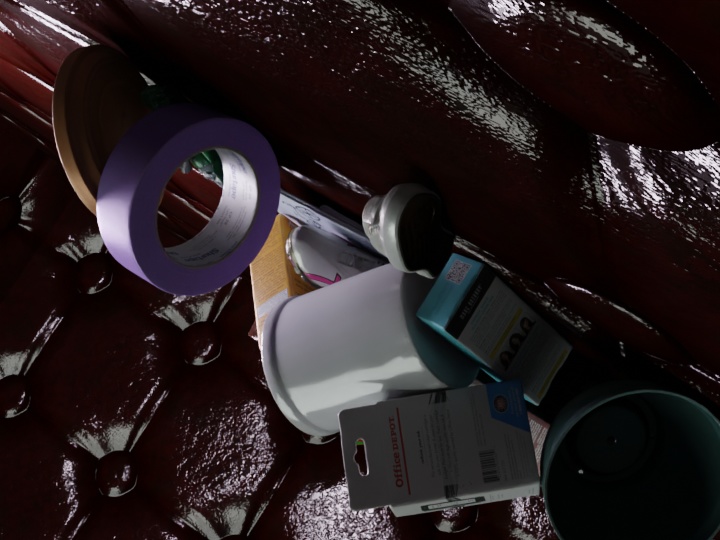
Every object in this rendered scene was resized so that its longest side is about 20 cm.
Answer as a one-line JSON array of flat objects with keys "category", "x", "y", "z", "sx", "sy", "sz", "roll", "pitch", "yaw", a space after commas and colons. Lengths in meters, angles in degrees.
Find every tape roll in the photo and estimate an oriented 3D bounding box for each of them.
[{"category": "tape roll", "x": -0.182, "y": -0.077, "z": 1.180, "sx": 0.066, "sy": 0.200, "sz": 0.200, "roll": 27, "pitch": 171, "yaw": 39}]

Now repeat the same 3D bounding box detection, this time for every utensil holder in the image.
[{"category": "utensil holder", "x": 0.014, "y": 0.084, "z": 1.246, "sx": 0.200, "sy": 0.170, "sz": 0.170, "roll": -22, "pitch": 137, "yaw": 34}]

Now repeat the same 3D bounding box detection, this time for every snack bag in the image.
[{"category": "snack bag", "x": -0.035, "y": -0.054, "z": 1.397, "sx": 0.200, "sy": 0.021, "sz": 0.189, "roll": 28, "pitch": 173, "yaw": 14}]

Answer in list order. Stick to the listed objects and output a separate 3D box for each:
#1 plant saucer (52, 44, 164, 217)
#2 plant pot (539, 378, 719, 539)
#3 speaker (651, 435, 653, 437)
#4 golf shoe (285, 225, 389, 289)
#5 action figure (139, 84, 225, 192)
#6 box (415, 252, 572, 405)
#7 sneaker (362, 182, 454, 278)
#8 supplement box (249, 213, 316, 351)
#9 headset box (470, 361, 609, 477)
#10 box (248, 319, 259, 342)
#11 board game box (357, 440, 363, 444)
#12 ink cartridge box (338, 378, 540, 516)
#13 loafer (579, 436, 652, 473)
[{"category": "plant saucer", "x": -0.265, "y": -0.149, "z": 1.196, "sx": 0.032, "sy": 0.201, "sz": 0.200, "roll": -8, "pitch": 156, "yaw": 20}, {"category": "plant pot", "x": 0.280, "y": 0.200, "z": 1.162, "sx": 0.200, "sy": 0.201, "sz": 0.134, "roll": 34, "pitch": -171, "yaw": -10}, {"category": "speaker", "x": 0.366, "y": 0.242, "z": 1.448, "sx": 0.200, "sy": 0.081, "sz": 0.081, "roll": 33, "pitch": 173, "yaw": 5}, {"category": "golf shoe", "x": 0.000, "y": 0.000, "z": 1.339, "sx": 0.200, "sy": 0.073, "sz": 0.092, "roll": 35, "pitch": 143, "yaw": -26}, {"category": "action figure", "x": -0.191, "y": -0.148, "z": 1.257, "sx": 0.200, "sy": 0.055, "sz": 0.118, "roll": 54, "pitch": -167, "yaw": -50}, {"category": "box", "x": 0.150, "y": 0.067, "z": 1.189, "sx": 0.049, "sy": 0.082, "sz": 0.200, "roll": 24, "pitch": 168, "yaw": 49}, {"category": "sneaker", "x": 0.030, "y": -0.041, "z": 1.011, "sx": 0.084, "sy": 0.073, "sz": 0.200, "roll": 28, "pitch": 173, "yaw": 15}, {"category": "supplement box", "x": -0.096, "y": 0.024, "z": 1.405, "sx": 0.066, "sy": 0.069, "sz": 0.200, "roll": 34, "pitch": -150, "yaw": -40}, {"category": "headset box", "x": 0.209, "y": 0.163, "z": 1.326, "sx": 0.200, "sy": 0.075, "sz": 0.149, "roll": 31, "pitch": -149, "yaw": 17}, {"category": "box", "x": -0.017, "y": 0.077, "z": 1.562, "sx": 0.200, "sy": 0.166, "sz": 0.164, "roll": 28, "pitch": 176, "yaw": -34}, {"category": "board game box", "x": 0.024, "y": 0.171, "z": 1.455, "sx": 0.101, "sy": 0.048, "sz": 0.200, "roll": -1, "pitch": 147, "yaw": 7}, {"category": "ink cartridge box", "x": 0.084, "y": 0.194, "z": 1.168, "sx": 0.199, "sy": 0.116, "sz": 0.068, "roll": -9, "pitch": 157, "yaw": 4}, {"category": "loafer", "x": 0.334, "y": 0.236, "z": 1.385, "sx": 0.199, "sy": 0.063, "sz": 0.072, "roll": 7, "pitch": 125, "yaw": 27}]
